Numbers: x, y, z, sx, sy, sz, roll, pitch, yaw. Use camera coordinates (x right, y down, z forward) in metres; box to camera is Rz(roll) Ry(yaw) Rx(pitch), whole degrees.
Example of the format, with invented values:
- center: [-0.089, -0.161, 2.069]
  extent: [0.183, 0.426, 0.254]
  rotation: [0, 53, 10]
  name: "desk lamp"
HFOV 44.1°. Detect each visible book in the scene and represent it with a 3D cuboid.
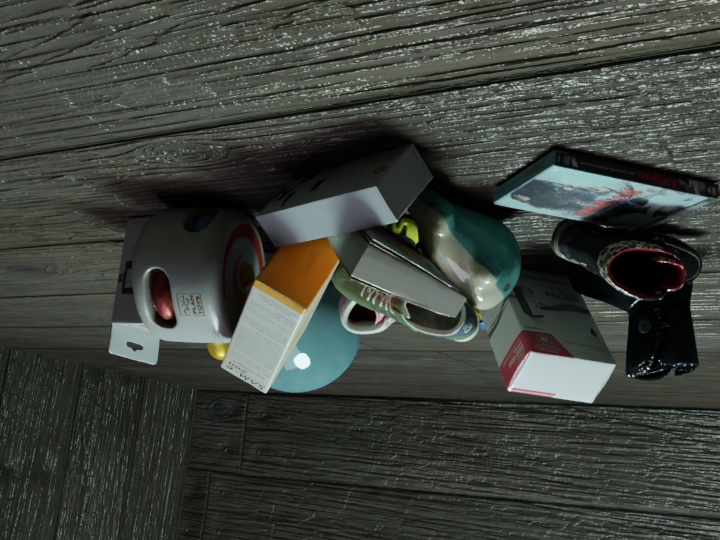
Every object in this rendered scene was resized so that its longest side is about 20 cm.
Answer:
- center: [0.031, -0.016, 1.025]
  extent: [0.133, 0.048, 0.200]
  rotation: [27, -170, -22]
  name: "book"

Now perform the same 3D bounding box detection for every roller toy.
- center: [-0.210, 0.008, 1.207]
  extent: [0.139, 0.201, 0.182]
  rotation: [1, 160, 16]
  name: "roller toy"

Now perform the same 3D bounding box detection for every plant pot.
- center: [-0.102, 0.068, 1.336]
  extent: [0.199, 0.201, 0.135]
  rotation: [4, 157, 6]
  name: "plant pot"

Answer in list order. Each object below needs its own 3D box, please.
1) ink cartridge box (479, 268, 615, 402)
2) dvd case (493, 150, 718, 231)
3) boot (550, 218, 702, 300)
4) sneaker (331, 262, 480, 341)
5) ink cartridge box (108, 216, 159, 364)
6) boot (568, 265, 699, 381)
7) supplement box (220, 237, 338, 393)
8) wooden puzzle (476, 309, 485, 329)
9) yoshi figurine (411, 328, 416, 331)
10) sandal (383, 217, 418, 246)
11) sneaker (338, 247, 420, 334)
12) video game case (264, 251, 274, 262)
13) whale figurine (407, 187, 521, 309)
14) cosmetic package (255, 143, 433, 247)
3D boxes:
- center: [0.271, 0.090, 1.325]
  extent: [0.145, 0.200, 0.085]
  rotation: [10, 124, -17]
  name: "ink cartridge box"
- center: [0.269, -0.085, 0.992]
  extent: [0.199, 0.022, 0.146]
  rotation: [8, 166, -16]
  name: "dvd case"
- center: [0.344, -0.008, 1.066]
  extent: [0.199, 0.073, 0.151]
  rotation: [15, -169, -12]
  name: "boot"
- center: [0.053, 0.030, 1.094]
  extent: [0.200, 0.067, 0.090]
  rotation: [23, 179, 11]
  name: "sneaker"
- center: [-0.299, 0.033, 1.315]
  extent: [0.066, 0.201, 0.116]
  rotation: [-2, 164, 26]
  name: "ink cartridge box"
- center: [0.383, 0.070, 1.266]
  extent: [0.200, 0.169, 0.076]
  rotation: [-8, 161, 45]
  name: "boot"
- center: [-0.098, 0.045, 1.113]
  extent: [0.073, 0.126, 0.200]
  rotation: [30, 138, 1]
  name: "supplement box"
- center: [0.259, 0.072, 1.576]
  extent: [0.199, 0.047, 0.185]
  rotation: [3, 166, 12]
  name: "wooden puzzle"
- center: [0.105, 0.027, 1.361]
  extent: [0.112, 0.113, 0.200]
  rotation: [-16, 158, 16]
  name: "yoshi figurine"
- center: [-0.018, -0.035, 1.176]
  extent: [0.199, 0.087, 0.080]
  rotation: [8, 168, -3]
  name: "sandal"
- center: [0.058, 0.030, 1.232]
  extent: [0.200, 0.076, 0.105]
  rotation: [-26, -171, 10]
  name: "sneaker"
- center: [-0.162, 0.000, 1.503]
  extent: [0.199, 0.023, 0.182]
  rotation: [8, 166, -8]
  name: "video game case"
- center: [0.129, -0.041, 1.093]
  extent: [0.159, 0.104, 0.200]
  rotation: [45, 175, 46]
  name: "whale figurine"
- center: [-0.022, -0.081, 0.982]
  extent: [0.200, 0.083, 0.051]
  rotation: [-10, 124, 45]
  name: "cosmetic package"
